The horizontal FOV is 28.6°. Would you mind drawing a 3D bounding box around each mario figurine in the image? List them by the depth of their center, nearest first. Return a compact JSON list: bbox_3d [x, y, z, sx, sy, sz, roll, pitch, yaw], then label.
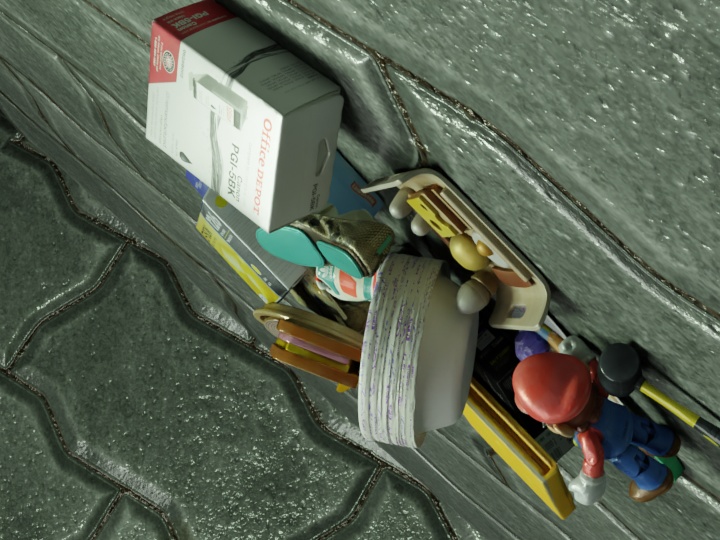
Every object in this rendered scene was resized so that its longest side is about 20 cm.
[{"bbox_3d":[0.222,0.149,1.405,0.199,0.106,0.124,36,-158,-24],"label":"mario figurine"}]

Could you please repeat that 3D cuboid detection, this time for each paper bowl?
[{"bbox_3d":[0.067,0.088,1.508,0.103,0.204,0.201,8,162,10],"label":"paper bowl"}]

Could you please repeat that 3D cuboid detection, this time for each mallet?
[{"bbox_3d":[0.299,0.131,1.283,0.199,0.041,0.066,33,170,26],"label":"mallet"}]

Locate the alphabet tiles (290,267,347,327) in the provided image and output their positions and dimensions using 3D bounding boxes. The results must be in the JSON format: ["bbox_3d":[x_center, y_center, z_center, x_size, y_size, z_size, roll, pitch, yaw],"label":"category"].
[{"bbox_3d":[-0.089,-0.001,1.761,0.167,0.006,0.199,55,166,-30],"label":"alphabet tiles"}]

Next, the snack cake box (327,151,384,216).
[{"bbox_3d":[-0.076,-0.123,1.585,0.200,0.067,0.115,46,170,-18],"label":"snack cake box"}]

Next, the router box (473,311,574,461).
[{"bbox_3d":[0.166,0.125,1.656,0.149,0.051,0.201,46,173,43],"label":"router box"}]

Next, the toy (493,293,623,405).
[{"bbox_3d":[0.206,0.106,1.492,0.200,0.047,0.115,45,168,-13],"label":"toy"}]

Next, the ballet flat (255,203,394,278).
[{"bbox_3d":[-0.031,-0.038,1.498,0.199,0.075,0.068,13,143,53],"label":"ballet flat"}]

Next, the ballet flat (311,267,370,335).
[{"bbox_3d":[-0.028,0.018,1.808,0.199,0.070,0.066,32,139,45],"label":"ballet flat"}]

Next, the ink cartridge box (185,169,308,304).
[{"bbox_3d":[-0.154,-0.047,1.714,0.200,0.047,0.198,45,169,-1],"label":"ink cartridge box"}]

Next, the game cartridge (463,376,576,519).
[{"bbox_3d":[0.178,0.204,1.662,0.176,0.032,0.200,46,177,25],"label":"game cartridge"}]

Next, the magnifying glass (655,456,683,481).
[{"bbox_3d":[0.289,0.187,1.589,0.080,0.022,0.199,49,167,-28],"label":"magnifying glass"}]

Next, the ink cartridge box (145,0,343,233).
[{"bbox_3d":[-0.121,-0.156,1.411,0.199,0.082,0.148,37,136,29],"label":"ink cartridge box"}]

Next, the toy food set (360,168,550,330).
[{"bbox_3d":[0.090,-0.019,1.391,0.200,0.061,0.143,44,170,-10],"label":"toy food set"}]

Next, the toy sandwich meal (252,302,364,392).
[{"bbox_3d":[-0.054,0.104,1.761,0.203,0.071,0.205,21,169,4],"label":"toy sandwich meal"}]

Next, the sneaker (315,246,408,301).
[{"bbox_3d":[0.000,0.000,1.622,0.092,0.071,0.200,10,-178,8],"label":"sneaker"}]
